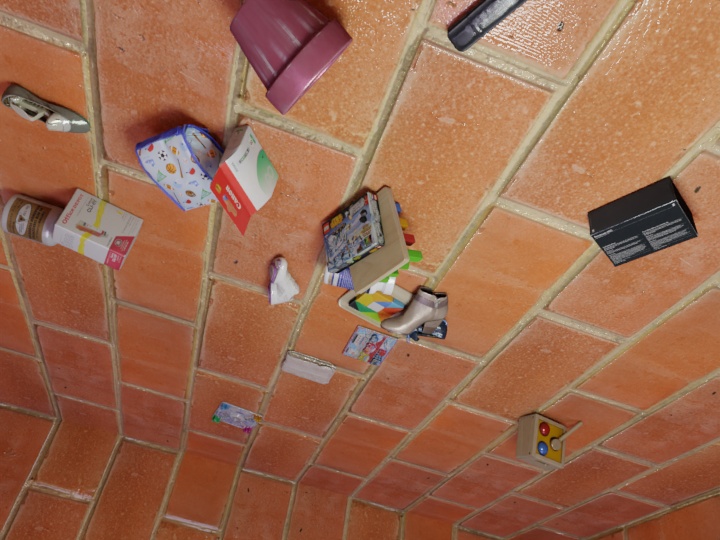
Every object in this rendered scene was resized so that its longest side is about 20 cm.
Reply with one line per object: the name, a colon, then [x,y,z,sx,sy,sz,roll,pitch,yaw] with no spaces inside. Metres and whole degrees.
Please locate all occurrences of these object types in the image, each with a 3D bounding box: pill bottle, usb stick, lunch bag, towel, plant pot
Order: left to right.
pill bottle: [-0.914,-0.136,1.663,0.195,0.116,0.115,18,141,-9]
lunch bag: [-0.420,-0.260,1.393,0.166,0.127,0.200,-12,144,26]
plant pot: [-0.141,-0.430,1.081,0.179,0.202,0.199,44,132,-15]
towel: [-0.197,0.368,2.163,0.195,0.035,0.134,19,140,-9]
pill bottle: [0.000,0.000,1.609,0.194,0.118,0.117,13,141,-2]
usb stick: [0.243,-0.477,1.047,0.055,0.033,0.198,41,133,-22]

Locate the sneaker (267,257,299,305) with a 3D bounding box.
sneaker: [-0.231,0.028,1.750,0.097,0.076,0.202,-1,144,-15]

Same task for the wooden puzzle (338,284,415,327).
wooden puzzle: [0.049,0.101,1.781,0.182,0.038,0.200,28,137,-20]

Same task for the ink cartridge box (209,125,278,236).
ink cartridge box: [-0.268,-0.211,1.350,0.049,0.204,0.162,-7,139,20]

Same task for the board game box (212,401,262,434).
board game box: [-0.567,0.678,2.629,0.196,0.026,0.201,23,139,-15]

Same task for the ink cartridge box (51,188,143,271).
ink cartridge box: [-0.740,-0.115,1.621,0.197,0.148,0.083,27,138,-19]

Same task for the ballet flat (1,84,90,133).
ballet flat: [-0.758,-0.372,1.383,0.196,0.065,0.067,26,139,-18]

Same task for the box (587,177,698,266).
box: [0.660,-0.109,1.353,0.197,0.080,0.140,-25,132,37]

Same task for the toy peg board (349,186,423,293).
toy peg board: [0.059,-0.070,1.482,0.096,0.204,0.199,6,151,-41]

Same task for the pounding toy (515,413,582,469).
pounding toy: [0.716,0.642,2.179,0.196,0.188,0.142,24,152,-16]

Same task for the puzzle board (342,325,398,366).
puzzle board: [0.030,0.268,2.004,0.147,0.018,0.202,18,140,-9]

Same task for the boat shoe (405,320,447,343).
boat shoe: [0.176,0.190,1.817,0.195,0.071,0.084,-5,163,21]

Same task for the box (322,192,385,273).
box: [-0.022,-0.093,1.474,0.039,0.141,0.198,7,155,-39]

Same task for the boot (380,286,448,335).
boot: [0.167,0.118,1.727,0.194,0.071,0.149,5,121,-14]
